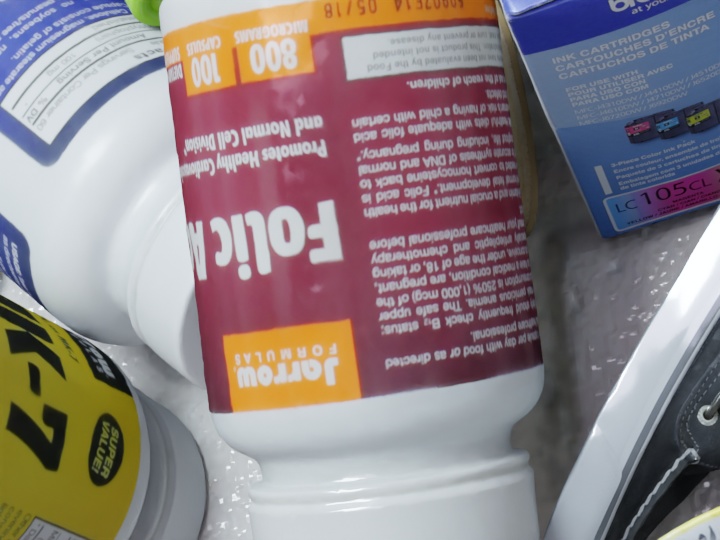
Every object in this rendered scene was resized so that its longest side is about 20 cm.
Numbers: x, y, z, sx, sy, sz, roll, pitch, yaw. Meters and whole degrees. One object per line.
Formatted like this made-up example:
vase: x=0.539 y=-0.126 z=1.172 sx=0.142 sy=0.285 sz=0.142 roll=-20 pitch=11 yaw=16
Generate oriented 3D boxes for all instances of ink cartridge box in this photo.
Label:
ink cartridge box: x=0.078 y=-0.116 z=0.796 sx=0.076 sy=0.200 sz=0.137 roll=-21 pitch=62 yaw=9

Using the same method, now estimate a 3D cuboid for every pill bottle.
pill bottle: x=-0.097 y=-0.041 z=0.922 sx=0.200 sy=0.120 sz=0.120 roll=38 pitch=92 yaw=34
pill bottle: x=0.000 y=0.000 z=0.787 sx=0.114 sy=0.114 sz=0.200 roll=-8 pitch=90 yaw=27
pill bottle: x=-0.149 y=0.063 z=0.860 sx=0.114 sy=0.200 sz=0.114 roll=-11 pitch=66 yaw=26

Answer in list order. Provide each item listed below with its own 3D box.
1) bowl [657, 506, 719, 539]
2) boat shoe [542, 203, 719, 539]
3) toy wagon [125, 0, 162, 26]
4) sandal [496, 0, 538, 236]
bowl: x=0.152 y=0.173 z=0.707 sx=0.201 sy=0.094 sz=0.201 roll=-12 pitch=65 yaw=26
boat shoe: x=0.130 y=0.034 z=0.798 sx=0.066 sy=0.070 sz=0.200 roll=30 pitch=93 yaw=11
toy wagon: x=-0.094 y=-0.161 z=0.932 sx=0.155 sy=0.200 sz=0.040 roll=59 pitch=137 yaw=33
sandal: x=0.010 y=-0.101 z=0.894 sx=0.070 sy=0.078 sz=0.212 roll=-5 pitch=63 yaw=-12
